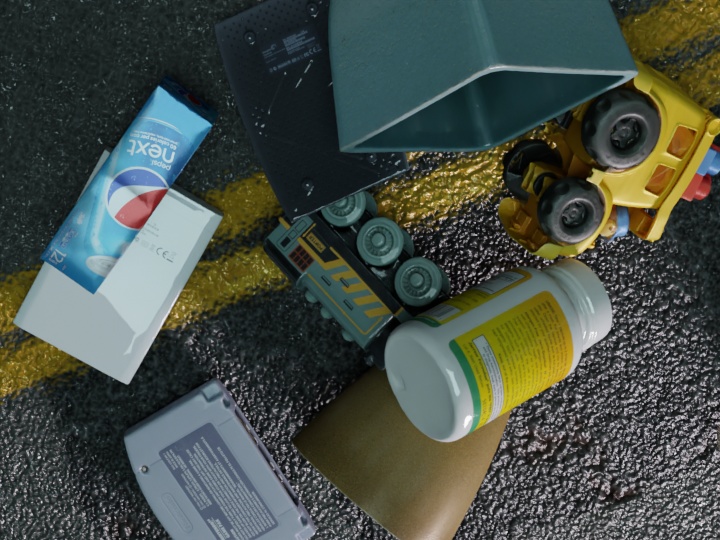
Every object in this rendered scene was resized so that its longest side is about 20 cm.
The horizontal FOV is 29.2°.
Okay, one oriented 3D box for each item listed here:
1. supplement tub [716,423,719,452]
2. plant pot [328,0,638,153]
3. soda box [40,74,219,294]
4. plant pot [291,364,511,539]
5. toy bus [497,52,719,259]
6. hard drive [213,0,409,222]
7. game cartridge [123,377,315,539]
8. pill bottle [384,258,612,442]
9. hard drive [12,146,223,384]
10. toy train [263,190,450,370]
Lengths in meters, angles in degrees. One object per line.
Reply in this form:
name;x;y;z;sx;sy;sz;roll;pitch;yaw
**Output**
supplement tub;0.468;0.205;1.385;0.200;0.141;0.140;43;102;-13
plant pot;0.087;-0.229;1.193;0.195;0.195;0.203;-23;77;47
soda box;-0.215;-0.080;1.292;0.064;0.068;0.201;34;103;-11
plant pot;0.064;0.149;1.352;0.186;0.186;0.201;40;88;-12
toy bus;0.250;-0.094;1.306;0.190;0.136;0.202;21;108;-25
hard drive;-0.044;-0.158;1.278;0.134;0.042;0.202;-23;81;6
game cartridge;-0.152;0.223;1.432;0.132;0.041;0.201;-30;105;4
pill bottle;0.129;0.064;1.251;0.199;0.112;0.114;-26;110;-29
hard drive;-0.239;-0.003;1.364;0.131;0.027;0.201;29;104;-10
toy train;0.000;0.000;1.317;0.114;0.085;0.200;-44;78;4
